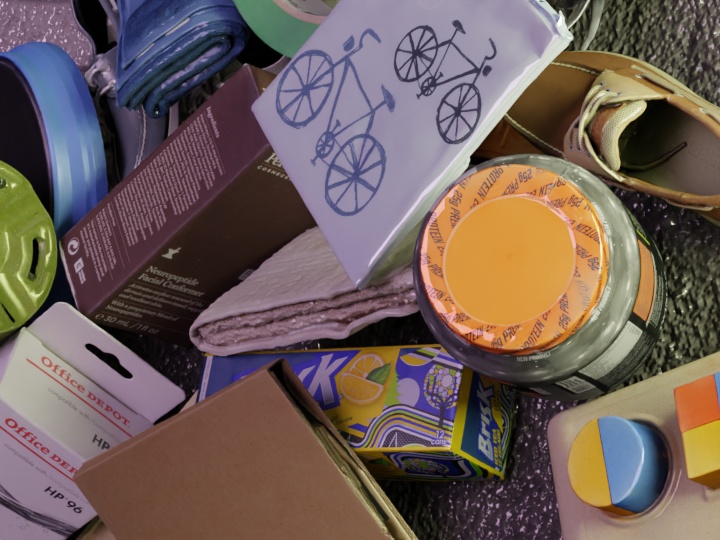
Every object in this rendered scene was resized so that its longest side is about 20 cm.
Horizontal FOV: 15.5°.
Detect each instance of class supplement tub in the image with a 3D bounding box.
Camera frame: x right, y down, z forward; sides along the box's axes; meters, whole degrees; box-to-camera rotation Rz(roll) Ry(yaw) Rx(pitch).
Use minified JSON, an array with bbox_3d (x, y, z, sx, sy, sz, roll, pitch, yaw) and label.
[{"bbox_3d":[0.098,0.005,1.437,0.122,0.200,0.123,-2,82,13],"label":"supplement tub"}]

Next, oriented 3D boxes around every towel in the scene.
[{"bbox_3d":[-0.119,-0.197,1.798,0.112,0.049,0.200,-35,34,25],"label":"towel"},{"bbox_3d":[0.000,0.000,1.617,0.200,0.132,0.035,-12,110,46],"label":"towel"}]

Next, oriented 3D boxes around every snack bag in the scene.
[{"bbox_3d":[0.026,-0.115,1.549,0.200,0.021,0.189,-50,40,18],"label":"snack bag"}]

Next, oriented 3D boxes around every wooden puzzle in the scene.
[{"bbox_3d":[0.180,0.137,1.440,0.200,0.046,0.186,-27,60,37],"label":"wooden puzzle"}]

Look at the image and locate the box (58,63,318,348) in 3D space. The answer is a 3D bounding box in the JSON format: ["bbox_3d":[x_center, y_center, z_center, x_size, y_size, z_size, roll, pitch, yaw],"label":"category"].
[{"bbox_3d":[-0.094,-0.039,1.733,0.200,0.100,0.075,-42,51,28],"label":"box"}]

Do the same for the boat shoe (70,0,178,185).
[{"bbox_3d":[-0.170,-0.128,1.842,0.073,0.062,0.201,-49,38,42],"label":"boat shoe"}]

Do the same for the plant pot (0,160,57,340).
[{"bbox_3d":[-0.303,0.000,1.790,0.190,0.200,0.201,-15,66,51],"label":"plant pot"}]

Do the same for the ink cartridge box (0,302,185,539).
[{"bbox_3d":[-0.222,0.118,1.772,0.200,0.116,0.068,-38,22,38],"label":"ink cartridge box"}]

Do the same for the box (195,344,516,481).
[{"bbox_3d":[-0.007,0.088,1.606,0.199,0.064,0.070,-4,67,36],"label":"box"}]

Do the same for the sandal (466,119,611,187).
[{"bbox_3d":[0.077,-0.099,1.610,0.206,0.059,0.079,17,89,46],"label":"sandal"}]

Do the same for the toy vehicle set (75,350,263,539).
[{"bbox_3d":[-0.105,0.161,1.730,0.200,0.026,0.124,-50,48,21],"label":"toy vehicle set"}]

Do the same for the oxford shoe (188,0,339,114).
[{"bbox_3d":[-0.085,-0.113,1.779,0.200,0.058,0.075,-50,50,24],"label":"oxford shoe"}]

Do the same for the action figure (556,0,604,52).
[{"bbox_3d":[0.130,-0.237,1.552,0.102,0.119,0.201,-22,71,34],"label":"action figure"}]

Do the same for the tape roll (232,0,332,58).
[{"bbox_3d":[-0.003,-0.227,1.658,0.200,0.048,0.201,-1,89,39],"label":"tape roll"}]

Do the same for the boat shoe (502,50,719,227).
[{"bbox_3d":[0.157,-0.080,1.493,0.200,0.074,0.076,23,96,36],"label":"boat shoe"}]

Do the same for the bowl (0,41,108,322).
[{"bbox_3d":[-0.234,-0.061,1.867,0.200,0.039,0.202,15,108,60],"label":"bowl"}]

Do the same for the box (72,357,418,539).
[{"bbox_3d":[-0.067,0.153,1.612,0.200,0.021,0.164,-30,99,42],"label":"box"}]
